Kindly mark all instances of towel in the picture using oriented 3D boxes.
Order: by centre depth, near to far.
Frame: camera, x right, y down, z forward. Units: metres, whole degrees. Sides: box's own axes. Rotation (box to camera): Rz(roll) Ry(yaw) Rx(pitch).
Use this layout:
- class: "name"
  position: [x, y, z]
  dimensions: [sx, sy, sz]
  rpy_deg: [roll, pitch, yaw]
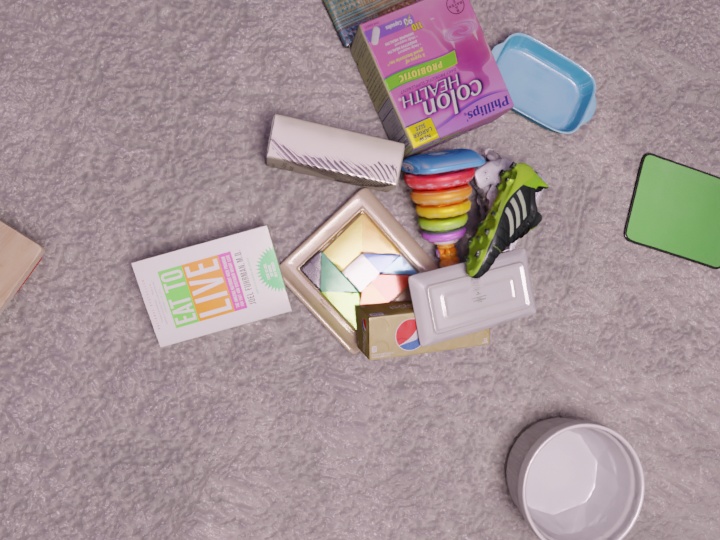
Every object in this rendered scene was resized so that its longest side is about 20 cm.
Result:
- class: "towel"
  position: [-0.003, -0.472, 0.937]
  dimensions: [0.146, 0.022, 0.201]
  rpy_deg: [-25, 95, -8]

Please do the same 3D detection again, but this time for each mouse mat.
- class: "mouse mat"
  position: [0.563, -0.103, 1.028]
  dimensions: [0.199, 0.008, 0.162]
  rpy_deg: [16, 86, -8]

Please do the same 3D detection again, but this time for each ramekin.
- class: "ramekin"
  position: [0.328, 0.329, 0.931]
  dimensions: [0.199, 0.105, 0.201]
  rpy_deg: [0, 89, -9]

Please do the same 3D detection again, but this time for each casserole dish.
- class: "casserole dish"
  position: [0.293, -0.303, 0.973]
  dimensions: [0.199, 0.039, 0.121]
  rpy_deg: [26, 85, -9]

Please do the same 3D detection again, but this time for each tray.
- class: "tray"
  position: [0.173, 0.039, 0.873]
  dimensions: [0.199, 0.022, 0.108]
  rpy_deg: [-14, 96, -16]

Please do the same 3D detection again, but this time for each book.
- class: "book"
  position: [-0.215, 0.022, 0.873]
  dimensions: [0.199, 0.048, 0.134]
  rpy_deg: [-16, 97, -4]

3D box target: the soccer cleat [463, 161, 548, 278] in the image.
- class: "soccer cleat"
  position: [0.218, -0.068, 0.864]
  dimensions: [0.081, 0.068, 0.200]
  rpy_deg: [32, 72, -11]

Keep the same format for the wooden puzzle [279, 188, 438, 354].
- class: "wooden puzzle"
  position: [0.000, 0.000, 0.919]
  dimensions: [0.200, 0.037, 0.185]
  rpy_deg: [-44, 95, -8]

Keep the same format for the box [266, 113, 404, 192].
- class: "box"
  position: [-0.040, -0.175, 0.895]
  dimensions: [0.199, 0.082, 0.069]
  rpy_deg: [11, 88, -8]

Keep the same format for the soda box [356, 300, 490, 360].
- class: "soda box"
  position: [0.097, 0.084, 0.901]
  dimensions: [0.199, 0.064, 0.068]
  rpy_deg: [-5, 103, -17]

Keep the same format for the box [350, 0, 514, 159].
- class: "box"
  position: [0.107, -0.300, 0.913]
  dimensions: [0.175, 0.097, 0.201]
  rpy_deg: [-24, 93, -9]

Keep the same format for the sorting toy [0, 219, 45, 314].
- class: "sorting toy"
  position: [-0.570, -0.001, 0.809]
  dimensions: [0.198, 0.070, 0.200]
  rpy_deg: [34, 84, -7]

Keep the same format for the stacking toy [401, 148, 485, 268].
- class: "stacking toy"
  position: [0.129, -0.082, 0.917]
  dimensions: [0.109, 0.116, 0.201]
  rpy_deg: [-12, 108, -14]

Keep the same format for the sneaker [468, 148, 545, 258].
- class: "sneaker"
  position: [0.203, -0.095, 0.937]
  dimensions: [0.115, 0.075, 0.200]
  rpy_deg: [32, 79, -6]
